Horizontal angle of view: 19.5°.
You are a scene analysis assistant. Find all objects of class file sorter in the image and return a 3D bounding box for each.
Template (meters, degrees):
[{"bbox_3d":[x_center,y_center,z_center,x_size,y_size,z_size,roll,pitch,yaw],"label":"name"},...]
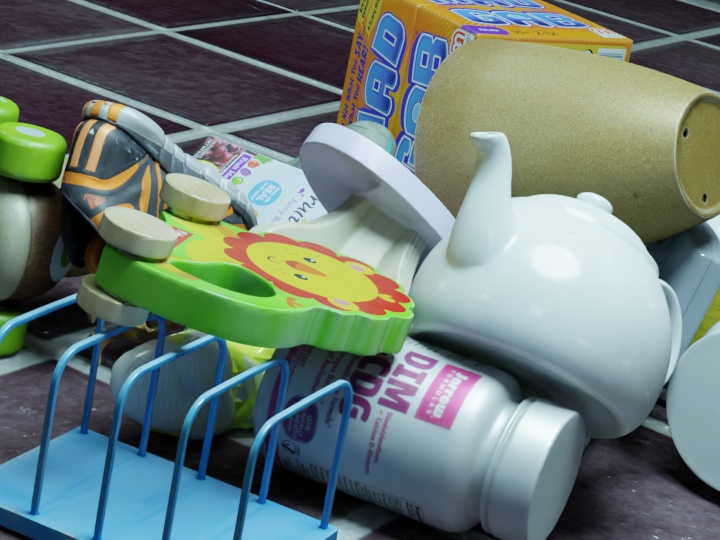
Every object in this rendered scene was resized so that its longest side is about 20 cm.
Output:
[{"bbox_3d":[-0.122,0.105,1.291,0.200,0.123,0.139,19,20,22],"label":"file sorter"}]

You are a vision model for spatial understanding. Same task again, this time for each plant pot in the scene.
[{"bbox_3d":[0.175,-0.084,1.566,0.200,0.187,0.186,2,9,40],"label":"plant pot"}]

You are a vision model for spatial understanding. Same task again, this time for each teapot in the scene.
[{"bbox_3d":[0.137,0.017,1.434,0.197,0.146,0.200,25,-16,4],"label":"teapot"}]

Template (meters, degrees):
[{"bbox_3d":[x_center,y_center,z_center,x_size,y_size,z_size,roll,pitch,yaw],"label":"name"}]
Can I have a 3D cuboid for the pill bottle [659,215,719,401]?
[{"bbox_3d":[0.297,0.008,1.697,0.112,0.200,0.112,9,17,-3],"label":"pill bottle"}]

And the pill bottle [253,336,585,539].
[{"bbox_3d":[0.040,0.106,1.394,0.200,0.113,0.113,19,20,21],"label":"pill bottle"}]

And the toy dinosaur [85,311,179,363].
[{"bbox_3d":[-0.152,0.030,1.561,0.106,0.060,0.200,-12,6,-13],"label":"toy dinosaur"}]

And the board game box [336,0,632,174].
[{"bbox_3d":[0.118,-0.168,2.117,0.200,0.200,0.200,-2,23,-36],"label":"board game box"}]

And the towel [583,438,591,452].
[{"bbox_3d":[0.105,0.110,1.570,0.144,0.023,0.200,15,19,10],"label":"towel"}]

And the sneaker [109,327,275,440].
[{"bbox_3d":[-0.114,0.074,1.492,0.200,0.076,0.105,3,6,-43],"label":"sneaker"}]

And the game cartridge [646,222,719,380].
[{"bbox_3d":[0.221,0.011,1.626,0.042,0.133,0.200,20,9,-13],"label":"game cartridge"}]

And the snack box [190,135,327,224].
[{"bbox_3d":[-0.082,-0.022,1.703,0.200,0.053,0.142,22,55,28],"label":"snack box"}]

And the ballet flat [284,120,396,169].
[{"bbox_3d":[-0.053,-0.060,1.793,0.067,0.200,0.064,39,36,-30],"label":"ballet flat"}]

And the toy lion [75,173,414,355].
[{"bbox_3d":[-0.062,0.009,1.348,0.192,0.069,0.200,22,15,7],"label":"toy lion"}]

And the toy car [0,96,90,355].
[{"bbox_3d":[-0.219,-0.034,1.593,0.200,0.164,0.158,3,20,-37],"label":"toy car"}]

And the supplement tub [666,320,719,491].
[{"bbox_3d":[0.333,0.090,1.567,0.145,0.145,0.200,25,23,35],"label":"supplement tub"}]

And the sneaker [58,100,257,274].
[{"bbox_3d":[-0.158,-0.035,1.539,0.078,0.112,0.200,8,-19,38],"label":"sneaker"}]

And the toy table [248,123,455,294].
[{"bbox_3d":[0.000,0.000,1.545,0.200,0.117,0.184,47,-22,-26],"label":"toy table"}]
